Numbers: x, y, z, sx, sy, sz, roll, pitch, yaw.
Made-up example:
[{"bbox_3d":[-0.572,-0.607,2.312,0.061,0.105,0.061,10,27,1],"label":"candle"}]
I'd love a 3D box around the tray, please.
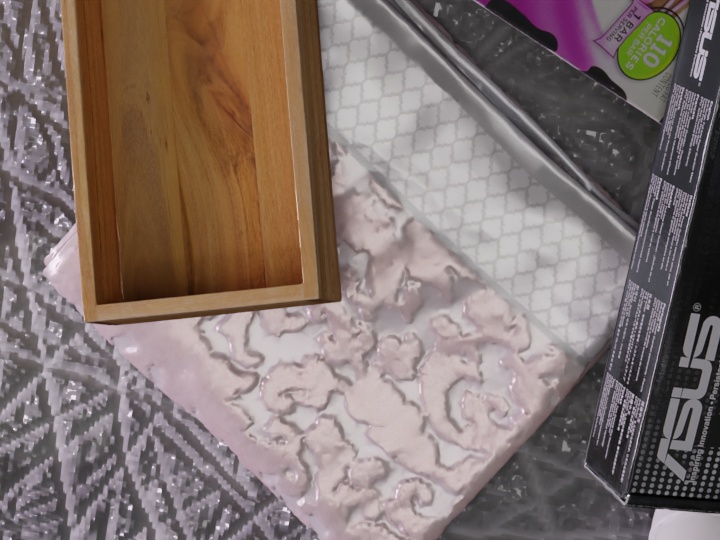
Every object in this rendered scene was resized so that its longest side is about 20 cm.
[{"bbox_3d":[-0.066,-0.083,0.861,0.098,0.037,0.202,-6,86,15],"label":"tray"}]

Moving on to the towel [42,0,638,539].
[{"bbox_3d":[0.000,0.000,0.893,0.200,0.032,0.191,43,100,0],"label":"towel"}]

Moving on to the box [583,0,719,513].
[{"bbox_3d":[0.197,-0.003,0.820,0.192,0.048,0.202,7,104,-22],"label":"box"}]

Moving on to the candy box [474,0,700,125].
[{"bbox_3d":[0.116,-0.133,0.809,0.199,0.061,0.137,29,101,-24],"label":"candy box"}]

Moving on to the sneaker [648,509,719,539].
[{"bbox_3d":[0.207,0.149,0.854,0.198,0.085,0.073,10,132,11],"label":"sneaker"}]
